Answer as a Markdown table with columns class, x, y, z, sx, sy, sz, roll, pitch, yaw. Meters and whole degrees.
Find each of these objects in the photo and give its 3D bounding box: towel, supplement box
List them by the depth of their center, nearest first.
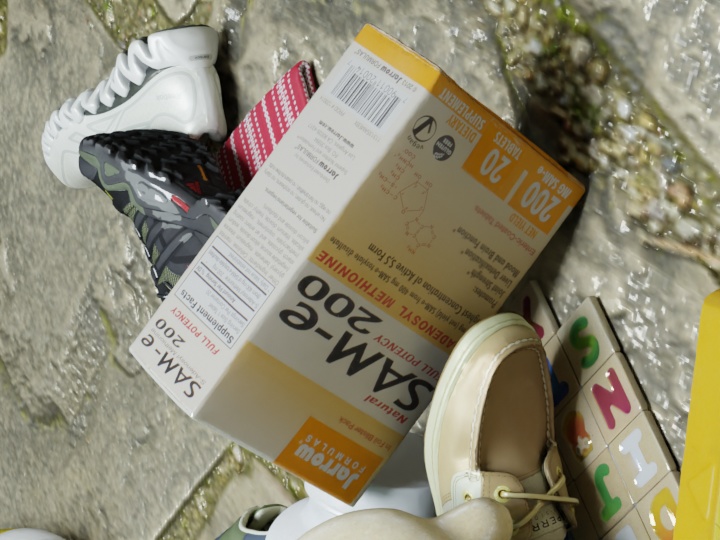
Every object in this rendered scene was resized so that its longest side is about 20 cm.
| class | x | y | z | sx | sy | sz | roll | pitch | yaw |
| --- | --- | --- | --- | --- | --- | --- | --- | --- | --- |
| supplement box | 0.000 | 0.000 | 1.002 | 0.200 | 0.126 | 0.074 | -54 | 42 | 3 |
| towel | -0.063 | -0.017 | 1.268 | 0.200 | 0.022 | 0.145 | -45 | 54 | 47 |

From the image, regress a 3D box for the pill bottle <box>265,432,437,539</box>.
| class | x | y | z | sx | sy | sz | roll | pitch | yaw |
| --- | --- | --- | --- | --- | --- | --- | --- | --- | --- |
| pill bottle | -0.003 | 0.190 | 1.106 | 0.112 | 0.112 | 0.201 | 34 | 120 | 51 |

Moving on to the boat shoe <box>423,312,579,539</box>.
| class | x | y | z | sx | sy | sz | roll | pitch | yaw |
| --- | --- | --- | --- | --- | --- | --- | --- | --- | --- |
| boat shoe | 0.075 | 0.119 | 1.012 | 0.066 | 0.074 | 0.201 | 31 | 129 | 46 |

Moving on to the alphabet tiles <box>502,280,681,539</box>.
| class | x | y | z | sx | sy | sz | roll | pitch | yaw |
| --- | --- | --- | --- | --- | --- | --- | --- | --- | --- |
| alphabet tiles | 0.101 | 0.115 | 1.036 | 0.167 | 0.006 | 0.201 | -53 | 50 | 44 |

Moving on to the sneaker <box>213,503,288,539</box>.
| class | x | y | z | sx | sy | sz | roll | pitch | yaw |
| --- | --- | --- | --- | --- | --- | --- | --- | --- | --- |
| sneaker | -0.065 | 0.186 | 1.254 | 0.090 | 0.067 | 0.200 | -58 | 11 | -11 |

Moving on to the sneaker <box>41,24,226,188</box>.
| class | x | y | z | sx | sy | sz | roll | pitch | yaw |
| --- | --- | --- | --- | --- | --- | --- | --- | --- | --- |
| sneaker | -0.150 | -0.088 | 1.357 | 0.200 | 0.075 | 0.081 | -33 | 74 | 54 |

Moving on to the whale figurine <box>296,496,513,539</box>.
| class | x | y | z | sx | sy | sz | roll | pitch | yaw |
| --- | --- | --- | --- | --- | --- | --- | --- | --- | --- |
| whale figurine | 0.048 | 0.187 | 0.952 | 0.104 | 0.199 | 0.160 | 63 | -144 | -63 |

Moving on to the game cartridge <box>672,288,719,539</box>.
| class | x | y | z | sx | sy | sz | roll | pitch | yaw |
| --- | --- | --- | --- | --- | --- | --- | --- | --- | --- |
| game cartridge | 0.207 | 0.114 | 0.849 | 0.200 | 0.032 | 0.177 | 22 | 111 | 56 |

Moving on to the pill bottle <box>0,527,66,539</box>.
| class | x | y | z | sx | sy | sz | roll | pitch | yaw |
| --- | --- | --- | --- | --- | --- | --- | --- | --- | --- |
| pill bottle | -0.261 | 0.247 | 1.509 | 0.200 | 0.114 | 0.115 | -14 | 81 | 57 |

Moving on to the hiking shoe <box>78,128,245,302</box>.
| class | x | y | z | sx | sy | sz | roll | pitch | yaw |
| --- | --- | --- | --- | --- | --- | --- | --- | --- | --- |
| hiking shoe | -0.112 | -0.018 | 1.241 | 0.200 | 0.076 | 0.101 | 33 | 120 | 42 |
